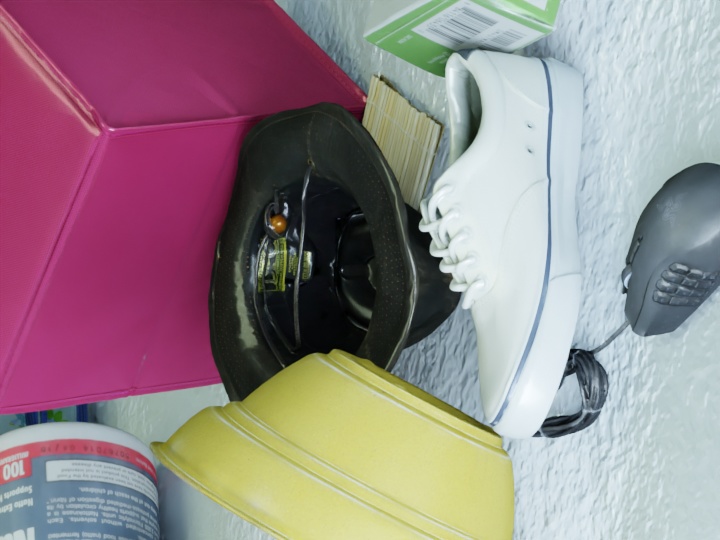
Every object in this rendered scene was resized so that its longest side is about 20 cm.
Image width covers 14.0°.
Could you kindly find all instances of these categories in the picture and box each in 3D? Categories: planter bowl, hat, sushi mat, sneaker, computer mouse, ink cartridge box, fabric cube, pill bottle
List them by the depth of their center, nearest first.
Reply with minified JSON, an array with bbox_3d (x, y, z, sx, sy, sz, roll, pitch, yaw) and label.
[{"bbox_3d":[0.114,0.017,1.323,0.200,0.034,0.059,-54,37,45],"label":"computer mouse"},{"bbox_3d":[0.009,0.093,1.359,0.084,0.200,0.200,-62,27,1],"label":"planter bowl"},{"bbox_3d":[0.061,-0.015,1.373,0.073,0.071,0.200,122,156,-55],"label":"sneaker"},{"bbox_3d":[0.072,-0.203,1.439,0.104,0.059,0.200,-22,49,61],"label":"ink cartridge box"},{"bbox_3d":[-0.001,0.007,1.506,0.200,0.081,0.201,-11,77,58],"label":"hat"},{"bbox_3d":[0.000,0.000,1.594,0.096,0.012,0.200,40,118,60],"label":"sushi mat"},{"bbox_3d":[-0.151,-0.063,1.656,0.196,0.200,0.200,48,128,32],"label":"fabric cube"},{"bbox_3d":[-0.178,0.205,1.777,0.120,0.119,0.200,-48,41,49],"label":"pill bottle"}]

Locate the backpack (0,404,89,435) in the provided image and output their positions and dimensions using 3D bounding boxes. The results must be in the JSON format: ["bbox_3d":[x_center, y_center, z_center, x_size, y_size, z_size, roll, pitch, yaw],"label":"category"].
[{"bbox_3d":[-0.266,0.120,1.956,0.183,0.147,0.200,-46,38,49],"label":"backpack"}]
